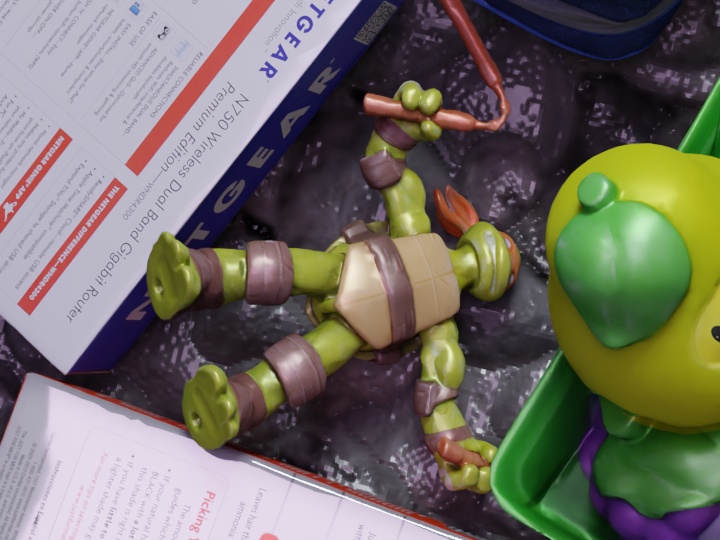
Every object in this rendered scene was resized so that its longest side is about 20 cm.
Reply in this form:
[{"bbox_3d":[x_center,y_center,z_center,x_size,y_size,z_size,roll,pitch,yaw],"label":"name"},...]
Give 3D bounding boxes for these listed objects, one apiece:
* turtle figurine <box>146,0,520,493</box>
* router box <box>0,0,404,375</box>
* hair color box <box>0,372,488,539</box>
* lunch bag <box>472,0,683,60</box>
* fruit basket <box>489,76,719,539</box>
[{"bbox_3d":[0.000,0.000,0.898,0.161,0.064,0.201,-14,98,-26],"label":"turtle figurine"},{"bbox_3d":[-0.112,-0.091,0.919,0.179,0.049,0.200,42,100,12],"label":"router box"},{"bbox_3d":[-0.051,0.121,0.903,0.199,0.061,0.102,21,86,10],"label":"hair color box"},{"bbox_3d":[0.069,-0.176,0.887,0.199,0.132,0.136,32,81,9],"label":"lunch bag"},{"bbox_3d":[0.138,0.022,0.823,0.155,0.216,0.216,31,88,9],"label":"fruit basket"}]
